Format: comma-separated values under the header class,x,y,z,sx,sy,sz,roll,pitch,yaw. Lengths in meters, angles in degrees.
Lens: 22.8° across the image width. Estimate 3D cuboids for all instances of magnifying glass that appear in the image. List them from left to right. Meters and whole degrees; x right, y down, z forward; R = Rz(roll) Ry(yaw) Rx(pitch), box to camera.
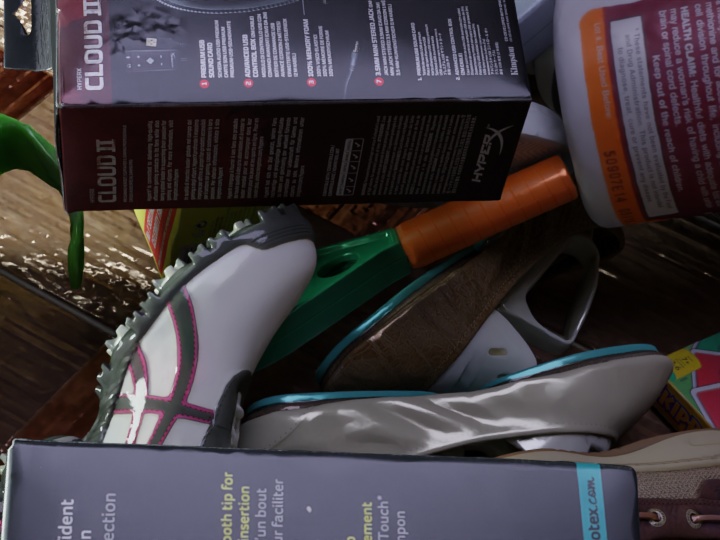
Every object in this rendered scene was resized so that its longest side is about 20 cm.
class,x,y,z,sx,sy,sz,roll,pitch,yaw
magnifying glass,0.000,0.000,0.777,0.198,0.023,0.080,-26,21,3

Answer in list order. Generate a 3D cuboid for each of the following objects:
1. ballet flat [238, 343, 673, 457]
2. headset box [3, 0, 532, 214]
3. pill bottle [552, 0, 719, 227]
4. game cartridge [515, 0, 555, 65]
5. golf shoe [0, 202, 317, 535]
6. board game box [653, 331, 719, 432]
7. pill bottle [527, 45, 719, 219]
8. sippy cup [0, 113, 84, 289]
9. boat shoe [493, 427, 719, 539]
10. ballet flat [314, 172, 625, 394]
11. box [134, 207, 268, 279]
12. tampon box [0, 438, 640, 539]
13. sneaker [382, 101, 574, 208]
class,x,y,z,sx,sy,sz,roll,pitch,yaw
ballet flat,0.045,0.078,0.748,0.198,0.070,0.070,-8,46,-15
headset box,-0.043,-0.106,0.714,0.197,0.077,0.150,-3,60,-8
pill bottle,0.191,-0.088,0.772,0.198,0.115,0.115,-8,41,16
game cartridge,0.036,-0.143,0.885,0.199,0.042,0.134,-36,58,-2
golf shoe,-0.072,0.067,0.695,0.088,0.077,0.200,38,81,14
board game box,0.237,0.048,0.832,0.198,0.030,0.096,-19,51,-30
pill bottle,0.161,-0.108,0.913,0.199,0.114,0.113,36,49,24
sippy cup,-0.212,-0.004,0.738,0.177,0.140,0.131,-27,55,18
boat shoe,0.087,0.117,0.703,0.198,0.073,0.072,-7,44,-26
ballet flat,0.062,0.017,0.815,0.072,0.068,0.200,44,47,6
box,-0.102,-0.098,0.852,0.050,0.075,0.201,-15,66,-22
tampon box,-0.018,0.144,0.581,0.197,0.126,0.152,3,71,-8
sneaker,-0.001,-0.094,0.793,0.198,0.074,0.117,4,60,-16
